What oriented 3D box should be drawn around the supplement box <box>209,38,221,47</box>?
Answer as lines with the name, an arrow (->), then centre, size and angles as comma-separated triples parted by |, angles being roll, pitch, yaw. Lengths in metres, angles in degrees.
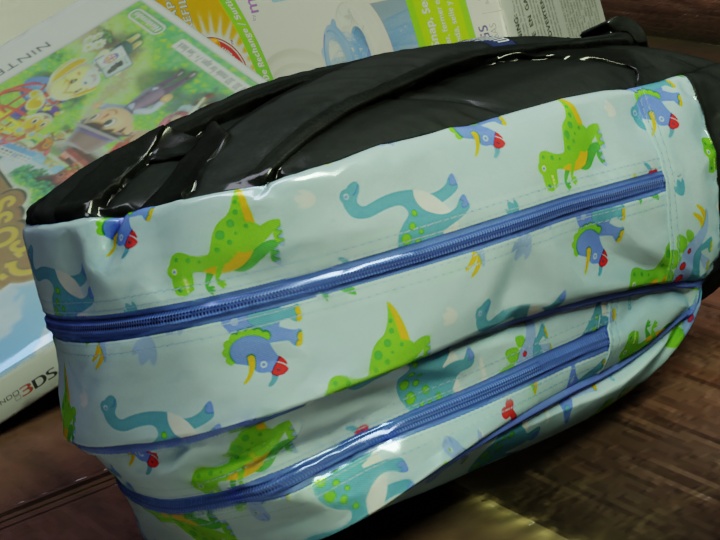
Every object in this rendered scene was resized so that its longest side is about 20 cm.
supplement box -> -0.159, -0.034, 1.117 | 0.199, 0.074, 0.126 | -10, 16, 15

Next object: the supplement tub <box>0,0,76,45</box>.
supplement tub -> -0.181, -0.139, 1.390 | 0.144, 0.146, 0.200 | -16, 15, -1

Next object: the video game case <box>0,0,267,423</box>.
video game case -> -0.119, -0.030, 0.981 | 0.182, 0.022, 0.200 | -33, 38, -15

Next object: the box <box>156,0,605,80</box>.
box -> 0.001, -0.142, 1.276 | 0.199, 0.113, 0.101 | -6, 18, 32

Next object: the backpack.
backpack -> 0.000, 0.000, 0.740 | 0.163, 0.154, 0.200 | -1, -1, 38
